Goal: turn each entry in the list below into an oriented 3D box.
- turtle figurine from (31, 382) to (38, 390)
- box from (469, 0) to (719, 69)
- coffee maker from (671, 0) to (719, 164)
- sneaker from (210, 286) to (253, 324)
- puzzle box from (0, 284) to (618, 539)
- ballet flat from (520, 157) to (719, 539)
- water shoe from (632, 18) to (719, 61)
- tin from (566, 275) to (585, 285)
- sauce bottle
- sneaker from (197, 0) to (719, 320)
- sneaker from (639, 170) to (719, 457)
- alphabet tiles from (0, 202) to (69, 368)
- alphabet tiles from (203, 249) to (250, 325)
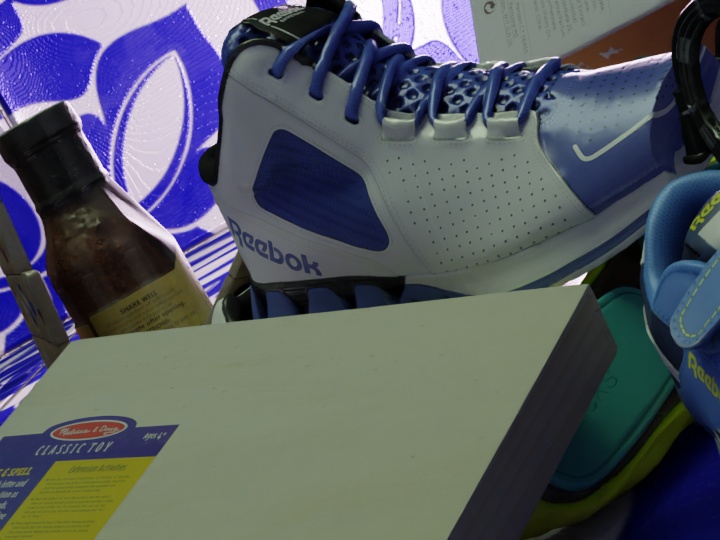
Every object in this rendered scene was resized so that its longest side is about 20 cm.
[{"bbox_3d":[-0.225,0.115,0.842,0.194,0.200,0.144,-43,-35,5],"label":"turtle figurine"},{"bbox_3d":[0.183,-0.155,1.067,0.200,0.107,0.152,-26,-32,35],"label":"box"},{"bbox_3d":[0.211,-0.093,0.510,0.199,0.135,0.192,-21,25,-20],"label":"coffee maker"},{"bbox_3d":[0.013,0.010,0.822,0.200,0.076,0.088,-36,-36,-37],"label":"sneaker"},{"bbox_3d":[-0.039,0.061,0.543,0.199,0.025,0.133,-7,33,36],"label":"puzzle box"},{"bbox_3d":[0.093,0.022,0.616,0.200,0.067,0.067,-37,-14,-36],"label":"ballet flat"},{"bbox_3d":[0.143,-0.064,0.956,0.200,0.079,0.071,-33,7,-26],"label":"water shoe"},{"bbox_3d":[0.085,0.019,0.766,0.112,0.042,0.200,-29,5,43],"label":"tin"},{"bbox_3d":[-0.106,0.015,0.915,0.066,0.200,0.066,-27,7,4],"label":"sauce bottle"},{"bbox_3d":[0.013,-0.045,0.637,0.199,0.115,0.081,-20,18,38],"label":"sneaker"},{"bbox_3d":[0.109,0.019,0.448,0.074,0.082,0.200,-29,8,-4],"label":"sneaker"},{"bbox_3d":[-0.145,0.032,0.898,0.008,0.201,0.167,-25,5,-12],"label":"alphabet tiles"},{"bbox_3d":[0.000,0.000,0.881,0.200,0.008,0.168,-14,-42,-51],"label":"alphabet tiles"}]
